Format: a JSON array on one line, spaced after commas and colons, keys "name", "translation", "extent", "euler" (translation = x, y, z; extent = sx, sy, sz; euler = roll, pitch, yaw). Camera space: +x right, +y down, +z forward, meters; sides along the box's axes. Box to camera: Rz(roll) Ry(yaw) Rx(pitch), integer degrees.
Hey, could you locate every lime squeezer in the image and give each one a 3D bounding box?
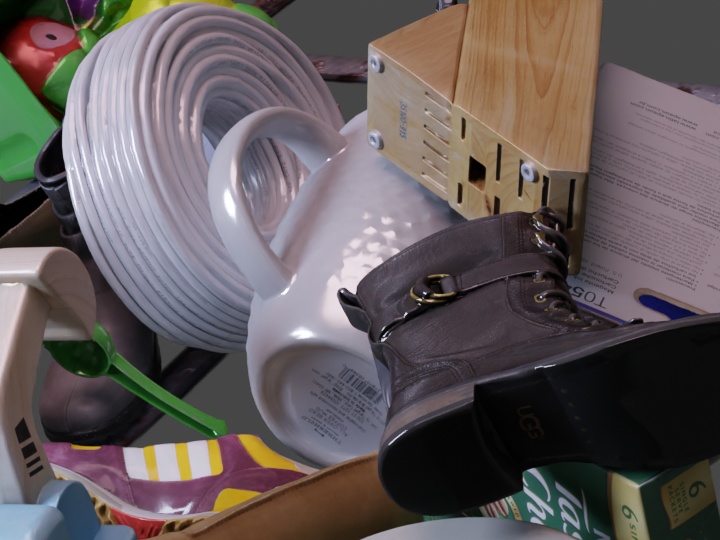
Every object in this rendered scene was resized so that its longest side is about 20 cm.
[{"name": "lime squeezer", "translation": [-0.172, 0.058, 1.375], "extent": [0.200, 0.071, 0.038], "euler": [5, -23, -23]}]

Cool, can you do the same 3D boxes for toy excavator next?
[{"name": "toy excavator", "translation": [-0.157, 0.114, 1.190], "extent": [0.100, 0.200, 0.194], "euler": [0, 33, 24]}]

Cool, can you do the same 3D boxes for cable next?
[{"name": "cable", "translation": [-0.081, -0.053, 1.453], "extent": [0.069, 0.200, 0.200], "euler": [-21, 62, 34]}]

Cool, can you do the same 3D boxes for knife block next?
[{"name": "knife block", "translation": [0.098, -0.098, 1.299], "extent": [0.176, 0.064, 0.200], "euler": [-26, 45, -29]}]

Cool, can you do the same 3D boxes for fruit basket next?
[{"name": "fruit basket", "translation": [-0.160, -0.160, 1.731], "extent": [0.216, 0.156, 0.216], "euler": [-34, 15, 11]}]

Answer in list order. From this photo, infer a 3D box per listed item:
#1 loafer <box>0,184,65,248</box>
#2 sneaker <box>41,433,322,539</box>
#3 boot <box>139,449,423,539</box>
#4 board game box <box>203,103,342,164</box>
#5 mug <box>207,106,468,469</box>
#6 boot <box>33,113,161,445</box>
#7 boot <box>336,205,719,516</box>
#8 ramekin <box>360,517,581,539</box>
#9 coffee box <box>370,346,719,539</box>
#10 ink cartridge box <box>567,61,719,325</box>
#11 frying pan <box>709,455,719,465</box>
[{"name": "loafer", "translation": [-0.239, -0.014, 1.576], "extent": [0.200, 0.070, 0.075], "euler": [-23, 28, 6]}, {"name": "sneaker", "translation": [-0.093, 0.120, 1.296], "extent": [0.200, 0.075, 0.090], "euler": [12, 31, 30]}, {"name": "boot", "translation": [-0.063, 0.177, 1.141], "extent": [0.066, 0.175, 0.200], "euler": [33, 27, 31]}, {"name": "board game box", "translation": [-0.087, -0.046, 1.626], "extent": [0.103, 0.019, 0.200], "euler": [-5, 31, 22]}, {"name": "mug", "translation": [0.000, 0.000, 1.326], "extent": [0.148, 0.200, 0.175], "euler": [-32, 18, 39]}, {"name": "boot", "translation": [-0.157, -0.007, 1.459], "extent": [0.070, 0.132, 0.200], "euler": [-7, 40, 17]}, {"name": "boot", "translation": [0.084, 0.020, 1.128], "extent": [0.200, 0.069, 0.174], "euler": [-14, 30, 8]}, {"name": "ramekin", "translation": [0.037, 0.191, 1.067], "extent": [0.200, 0.098, 0.200], "euler": [-12, 29, 7]}, {"name": "coffee box", "translation": [0.088, 0.103, 1.176], "extent": [0.044, 0.123, 0.200], "euler": [-29, 33, -26]}, {"name": "ink cartridge box", "translation": [0.180, -0.008, 1.298], "extent": [0.196, 0.043, 0.200], "euler": [23, 44, 9]}, {"name": "frying pan", "translation": [0.170, 0.063, 1.296], "extent": [0.190, 0.031, 0.115], "euler": [-15, 32, -26]}]
